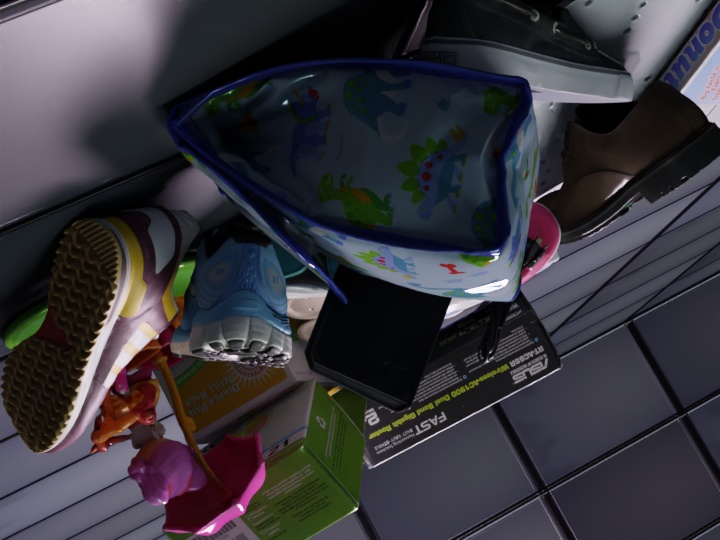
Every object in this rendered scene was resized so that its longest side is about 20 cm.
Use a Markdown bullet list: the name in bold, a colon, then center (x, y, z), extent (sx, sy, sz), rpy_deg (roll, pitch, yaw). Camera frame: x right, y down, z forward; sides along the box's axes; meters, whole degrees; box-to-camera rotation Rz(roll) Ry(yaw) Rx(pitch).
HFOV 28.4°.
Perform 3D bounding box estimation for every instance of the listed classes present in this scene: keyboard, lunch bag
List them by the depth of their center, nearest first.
- **lunch bag**: center (0.000, -0.052, 0.833), extent (0.198, 0.129, 0.170), rpy_deg (11, 171, 10)
- **keyboard**: center (0.050, 0.003, 0.940), extent (0.021, 0.126, 0.201), rpy_deg (117, -4, -62)

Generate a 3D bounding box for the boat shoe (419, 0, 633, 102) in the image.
- **boat shoe**: center (0.110, -0.136, 0.870), extent (0.068, 0.057, 0.199), rpy_deg (6, -177, 39)

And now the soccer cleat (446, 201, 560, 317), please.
- **soccer cleat**: center (0.059, 0.002, 1.073), extent (0.199, 0.070, 0.086), rpy_deg (-27, 177, 14)

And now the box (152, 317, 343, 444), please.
- **box**: center (-0.096, 0.082, 1.256), extent (0.112, 0.102, 0.200), rpy_deg (-31, 168, 10)

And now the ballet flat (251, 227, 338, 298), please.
- **ballet flat**: center (-0.020, -0.008, 1.022), extent (0.198, 0.070, 0.069), rpy_deg (-5, 176, 18)

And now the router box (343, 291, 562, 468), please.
- **router box**: center (0.082, 0.096, 1.321), extent (0.199, 0.062, 0.150), rpy_deg (-29, -174, 5)

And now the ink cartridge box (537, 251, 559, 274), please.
- **ink cartridge box**: center (0.071, 0.025, 1.336), extent (0.197, 0.044, 0.200), rpy_deg (-22, 174, -9)

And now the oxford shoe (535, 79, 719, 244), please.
- **oxford shoe**: center (0.175, -0.080, 1.013), extent (0.073, 0.085, 0.200), rpy_deg (-40, -179, -34)

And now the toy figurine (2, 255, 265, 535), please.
- **toy figurine**: center (-0.146, 0.106, 1.037), extent (0.150, 0.185, 0.200), rpy_deg (-34, 167, 22)

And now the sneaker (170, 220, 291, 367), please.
- **sneaker**: center (-0.077, 0.015, 0.926), extent (0.078, 0.091, 0.200), rpy_deg (6, 174, -13)

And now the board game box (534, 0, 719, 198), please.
- **board game box**: center (0.158, -0.139, 0.992), extent (0.199, 0.026, 0.200), rpy_deg (-32, 151, 10)

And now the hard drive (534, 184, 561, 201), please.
- **hard drive**: center (0.099, -0.063, 1.116), extent (0.131, 0.027, 0.200), rpy_deg (-34, 147, 6)

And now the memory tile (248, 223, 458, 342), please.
- **memory tile**: center (0.000, 0.000, 1.124), extent (0.152, 0.017, 0.200), rpy_deg (-13, 150, 9)

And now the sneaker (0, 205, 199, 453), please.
- **sneaker**: center (-0.165, 0.043, 0.926), extent (0.090, 0.075, 0.201), rpy_deg (-16, 148, -46)

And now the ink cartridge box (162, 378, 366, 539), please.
- **ink cartridge box**: center (-0.074, 0.150, 1.192), extent (0.147, 0.076, 0.200), rpy_deg (-33, -159, 18)

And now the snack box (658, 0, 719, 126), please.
- **snack box**: center (0.258, -0.150, 1.003), extent (0.071, 0.024, 0.200), rpy_deg (-5, 145, -32)
